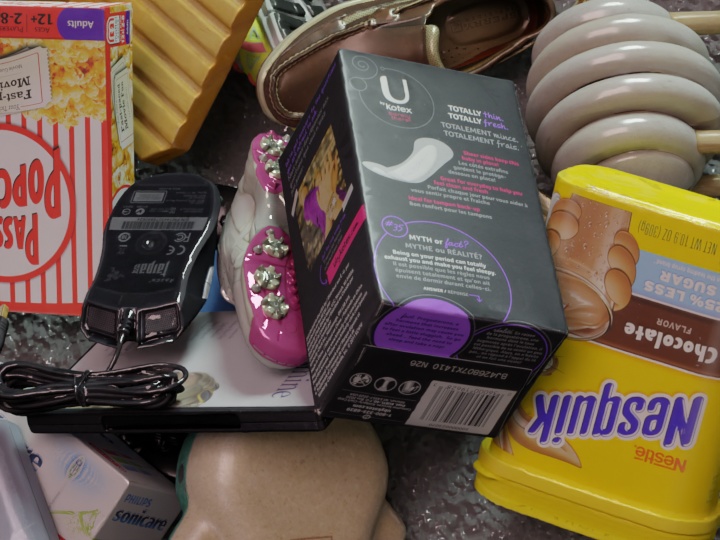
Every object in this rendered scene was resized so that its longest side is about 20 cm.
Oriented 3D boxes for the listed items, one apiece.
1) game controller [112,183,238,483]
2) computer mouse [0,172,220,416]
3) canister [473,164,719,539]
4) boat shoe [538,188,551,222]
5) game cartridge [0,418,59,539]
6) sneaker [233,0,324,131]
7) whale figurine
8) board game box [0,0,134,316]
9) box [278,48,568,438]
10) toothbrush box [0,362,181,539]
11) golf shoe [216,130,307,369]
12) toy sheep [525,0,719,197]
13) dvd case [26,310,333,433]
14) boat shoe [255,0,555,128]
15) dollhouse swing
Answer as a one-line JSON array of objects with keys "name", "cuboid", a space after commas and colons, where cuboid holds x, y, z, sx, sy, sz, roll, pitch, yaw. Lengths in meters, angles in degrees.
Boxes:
[{"name": "game controller", "cuboid": [-0.096, 0.042, 1.729, 0.104, 0.042, 0.201, 12, 74, 21]}, {"name": "computer mouse", "cuboid": [-0.158, 0.022, 1.642, 0.140, 0.046, 0.200, -4, 44, 12]}, {"name": "canister", "cuboid": [0.160, 0.052, 1.570, 0.148, 0.087, 0.201, 17, 104, 17]}, {"name": "boat shoe", "cuboid": [0.114, -0.001, 1.663, 0.200, 0.074, 0.066, 34, 77, 25]}, {"name": "game cartridge", "cuboid": [-0.281, 0.177, 1.630, 0.200, 0.041, 0.133, -30, 64, 16]}, {"name": "sneaker", "cuboid": [-0.077, -0.161, 1.793, 0.090, 0.078, 0.200, -39, 64, 22]}, {"name": "whale figurine", "cuboid": [-0.051, 0.169, 1.640, 0.159, 0.104, 0.201, -4, 88, -26]}, {"name": "board game box", "cuboid": [-0.222, -0.074, 1.724, 0.151, 0.046, 0.201, 2, 100, 19]}, {"name": "box", "cuboid": [0.033, -0.016, 1.561, 0.122, 0.106, 0.200, 10, 47, -21]}, {"name": "toothbrush box", "cuboid": [-0.229, 0.178, 1.673, 0.145, 0.086, 0.200, 37, 94, 25]}, {"name": "golf shoe", "cuboid": [-0.052, 0.003, 1.643, 0.075, 0.092, 0.200, 22, 36, -15]}, {"name": "toy sheep", "cuboid": [0.168, -0.096, 1.654, 0.137, 0.138, 0.201, -15, 54, 11]}, {"name": "dvd case", "cuboid": [-0.087, 0.060, 1.624, 0.199, 0.143, 0.018, -2, 113, 24]}, {"name": "boat shoe", "cuboid": [0.032, -0.145, 1.704, 0.202, 0.075, 0.075, -24, 105, -14]}, {"name": "dollhouse swing", "cuboid": [-0.185, -0.193, 1.738, 0.200, 0.181, 0.176, -61, 30, 15]}]
